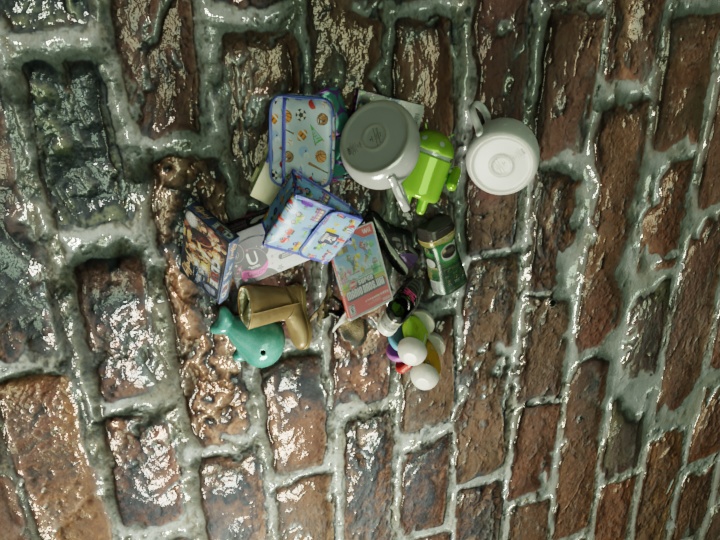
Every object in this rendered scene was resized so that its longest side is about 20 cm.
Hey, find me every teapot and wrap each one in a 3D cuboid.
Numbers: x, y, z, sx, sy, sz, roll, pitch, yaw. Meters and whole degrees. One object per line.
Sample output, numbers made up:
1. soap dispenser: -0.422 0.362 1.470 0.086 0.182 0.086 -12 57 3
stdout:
1. teapot: 0.358 -0.308 1.339 0.190 0.149 0.205 10 135 11
2. teapot: 0.055 -0.258 1.171 0.206 0.192 0.146 -66 154 -6

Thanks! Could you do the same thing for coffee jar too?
1. coffee jar: 0.218 -0.044 1.424 0.102 0.085 0.206 -28 116 -22

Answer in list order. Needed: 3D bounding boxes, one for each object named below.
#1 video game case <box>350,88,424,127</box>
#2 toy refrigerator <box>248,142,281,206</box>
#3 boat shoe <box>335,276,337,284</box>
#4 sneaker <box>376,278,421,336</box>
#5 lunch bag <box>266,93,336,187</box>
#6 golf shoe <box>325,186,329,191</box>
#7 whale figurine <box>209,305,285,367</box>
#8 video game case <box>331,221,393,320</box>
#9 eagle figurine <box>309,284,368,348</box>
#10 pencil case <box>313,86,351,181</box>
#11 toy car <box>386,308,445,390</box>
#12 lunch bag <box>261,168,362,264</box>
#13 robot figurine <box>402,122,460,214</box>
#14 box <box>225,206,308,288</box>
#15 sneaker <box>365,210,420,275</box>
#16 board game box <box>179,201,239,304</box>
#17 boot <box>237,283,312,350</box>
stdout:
1. video game case: 0.053 -0.323 1.306 0.174 0.036 0.208 6 107 -18
2. toy refrigerator: -0.193 -0.262 1.234 0.068 0.076 0.205 23 102 -22
3. boat shoe: -0.027 -0.059 1.359 0.066 0.085 0.206 4 123 1
4. sneaker: 0.117 0.085 1.398 0.073 0.088 0.200 40 52 2
5. lunch bag: -0.131 -0.277 1.157 0.153 0.076 0.208 4 107 -2
6. golf shoe: -0.105 -0.179 1.293 0.089 0.075 0.206 -22 115 -11
7. whale figurine: -0.283 0.170 1.346 0.196 0.104 0.162 30 99 -24
8. video game case: 0.000 0.000 1.300 0.140 0.017 0.207 -22 101 -31
9. eagle figurine: -0.018 0.110 1.387 0.195 0.150 0.157 22 67 -26
10. pencil case: -0.061 -0.314 1.231 0.090 0.085 0.207 -20 102 -15
11. toy car: 0.144 0.223 1.480 0.146 0.177 0.204 -13 119 29
12. lunch bag: -0.101 -0.102 1.175 0.195 0.096 0.151 22 124 -30
13. robot figurine: 0.156 -0.245 1.284 0.170 0.116 0.207 21 104 3
14. box: -0.229 -0.065 1.272 0.194 0.115 0.136 -21 114 -7
15. sneaker: 0.088 -0.091 1.392 0.087 0.075 0.202 -43 119 -14
16. board game box: -0.347 -0.036 1.205 0.134 0.035 0.203 36 133 13
17. boot: -0.210 0.120 1.299 0.197 0.064 0.183 -5 84 -57
